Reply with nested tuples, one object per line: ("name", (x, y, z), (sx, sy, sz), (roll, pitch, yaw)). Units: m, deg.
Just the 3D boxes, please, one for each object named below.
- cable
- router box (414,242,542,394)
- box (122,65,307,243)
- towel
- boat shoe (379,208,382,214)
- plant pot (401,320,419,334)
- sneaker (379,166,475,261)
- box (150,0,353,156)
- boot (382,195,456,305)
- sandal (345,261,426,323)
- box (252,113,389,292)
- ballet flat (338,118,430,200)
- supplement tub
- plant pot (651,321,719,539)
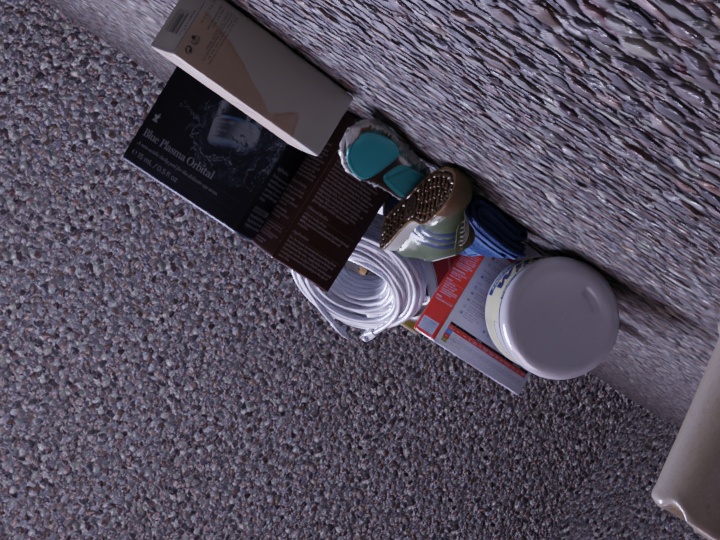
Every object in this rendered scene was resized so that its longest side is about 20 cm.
("cable", (0.000, 0.000, 1.658), (0.199, 0.070, 0.200), (-21, 123, 41))
("router box", (0.194, 0.052, 1.644), (0.199, 0.181, 0.049), (34, 178, -38))
("box", (-0.163, -0.169, 1.534), (0.196, 0.201, 0.117), (32, 180, 20))
("towel", (0.120, -0.057, 1.529), (0.111, 0.049, 0.199), (34, 169, -26))
("boat shoe", (0.036, -0.070, 1.792), (0.070, 0.071, 0.199), (42, 138, -13))
("plant pot", (0.089, -0.011, 1.899), (0.200, 0.190, 0.201), (32, 179, 1))
("sneaker", (0.101, -0.060, 1.398), (0.089, 0.068, 0.200), (18, 157, -19))
("box", (-0.115, -0.213, 1.279), (0.199, 0.078, 0.095), (33, 179, -28))
("boot", (0.109, -0.071, 1.703), (0.072, 0.144, 0.202), (16, 131, 42))
("sandal", (0.036, 0.018, 1.790), (0.054, 0.082, 0.200), (15, -163, -46))
("box", (-0.037, -0.088, 1.492), (0.100, 0.201, 0.075), (33, -178, -33))
("ballet flat", (0.020, -0.135, 1.382), (0.071, 0.072, 0.200), (32, 179, 30))
("supplement tub", (0.233, 0.055, 1.492), (0.144, 0.146, 0.200), (32, 180, -2))
("plant pot", (0.331, 0.139, 0.943), (0.199, 0.185, 0.200), (33, 179, 0))
